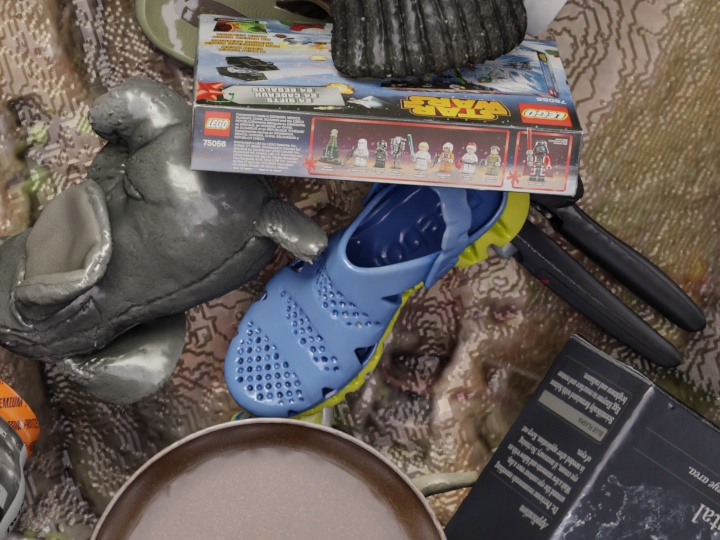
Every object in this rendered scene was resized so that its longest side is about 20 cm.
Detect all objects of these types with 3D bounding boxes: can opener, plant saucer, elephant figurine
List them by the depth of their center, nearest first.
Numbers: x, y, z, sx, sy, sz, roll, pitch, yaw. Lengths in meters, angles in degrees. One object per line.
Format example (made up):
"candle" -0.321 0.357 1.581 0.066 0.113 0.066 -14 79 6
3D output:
"plant saucer" -0.049 0.174 1.383 0.200 0.032 0.201 0 97 -3
"elephant figurine" -0.145 0.004 1.422 0.200 0.155 0.142 -45 98 -8
"can opener" 0.117 -0.014 1.490 0.063 0.079 0.200 -45 108 -3

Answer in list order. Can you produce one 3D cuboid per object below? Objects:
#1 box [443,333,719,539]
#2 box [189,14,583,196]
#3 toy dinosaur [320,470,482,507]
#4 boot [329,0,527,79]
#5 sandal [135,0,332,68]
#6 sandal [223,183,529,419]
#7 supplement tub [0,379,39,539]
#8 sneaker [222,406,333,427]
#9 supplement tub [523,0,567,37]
"box" 0.157 0.178 1.455 0.196 0.117 0.200 33 90 -22
"box" 0.011 -0.088 1.376 0.199 0.137 0.040 4 114 -4
"toy dinosaur" -0.021 0.159 1.436 0.200 0.047 0.088 -46 133 -13
"boot" -0.021 -0.177 1.332 0.211 0.079 0.158 2 122 9
"sandal" -0.030 -0.122 1.466 0.200 0.057 0.080 15 92 -7
"sandal" 0.000 0.000 1.404 0.200 0.087 0.079 -46 74 4
"supplement tub" -0.260 0.145 1.397 0.122 0.123 0.200 33 62 -7
"sneaker" -0.083 0.123 1.467 0.105 0.076 0.200 16 92 -7
"supplement tub" 0.037 -0.228 1.423 0.200 0.145 0.145 27 90 -8
